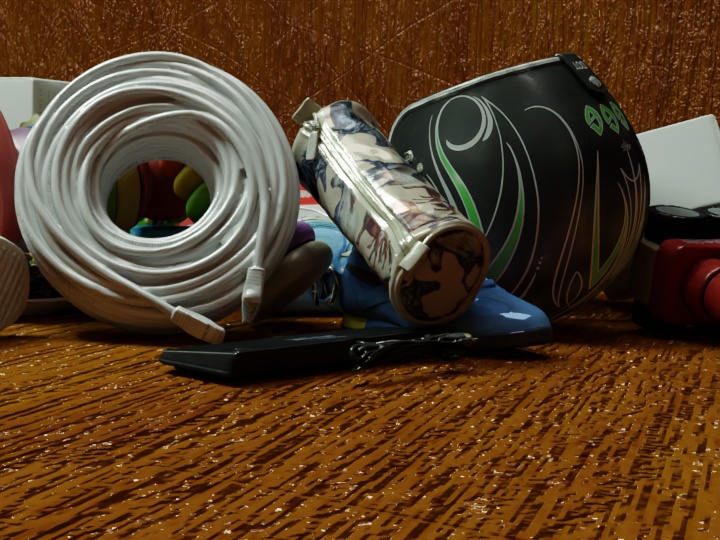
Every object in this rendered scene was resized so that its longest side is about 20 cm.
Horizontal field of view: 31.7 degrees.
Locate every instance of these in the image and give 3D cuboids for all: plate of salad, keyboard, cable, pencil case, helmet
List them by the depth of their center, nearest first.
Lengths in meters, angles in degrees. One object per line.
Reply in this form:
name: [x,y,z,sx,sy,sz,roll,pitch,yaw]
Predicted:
keyboard: [-0.011,0.050,0.782,0.127,0.021,0.200,-2,2,43]
pencil case: [0.016,-0.044,0.886,0.089,0.078,0.200,26,18,-40]
cable: [-0.142,-0.054,0.908,0.199,0.201,0.069,19,-20,3]
helmet: [0.127,-0.054,0.993,0.199,0.191,0.200,-17,-2,0]
plate of salad: [-0.298,0.006,1.041,0.199,0.048,0.200,2,4,0]

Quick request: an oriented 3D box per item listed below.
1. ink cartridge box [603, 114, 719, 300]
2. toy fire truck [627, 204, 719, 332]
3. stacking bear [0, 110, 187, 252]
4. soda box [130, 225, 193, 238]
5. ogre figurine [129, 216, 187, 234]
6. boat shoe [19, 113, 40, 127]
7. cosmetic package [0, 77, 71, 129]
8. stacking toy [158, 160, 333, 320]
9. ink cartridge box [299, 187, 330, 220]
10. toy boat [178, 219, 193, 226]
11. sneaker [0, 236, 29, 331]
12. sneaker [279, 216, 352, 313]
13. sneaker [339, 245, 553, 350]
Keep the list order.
ink cartridge box: [0.270,-0.050,1.155,0.146,0.085,0.200,-14,-21,16]
toy fire truck: [0.325,0.004,0.958,0.175,0.129,0.200,1,16,-21]
stacking bear: [-0.216,-0.073,1.018,0.199,0.114,0.121,-9,-18,-38]
soda box: [-0.100,-0.005,1.121,0.199,0.068,0.064,-1,6,-31]
ogre figurine: [-0.218,-0.042,1.164,0.120,0.098,0.200,-37,11,45]
boat shoe: [-0.268,-0.103,1.116,0.200,0.074,0.076,-38,8,-3]
cosmetic package: [-0.325,-0.095,1.335,0.123,0.200,0.200,3,5,24]
stacking toy: [-0.111,-0.062,0.987,0.085,0.200,0.085,-37,-8,-6]
ink cartridge box: [-0.021,-0.060,1.301,0.200,0.050,0.161,47,23,18]
toy boat: [-0.128,-0.055,1.343,0.130,0.131,0.200,1,5,-13]
sneaker: [-0.312,0.009,0.814,0.104,0.076,0.200,10,12,27]
sneaker: [0.000,0.000,1.063,0.199,0.079,0.090,-8,21,-28]
sneaker: [0.055,0.013,0.911,0.066,0.079,0.200,0,6,-40]
